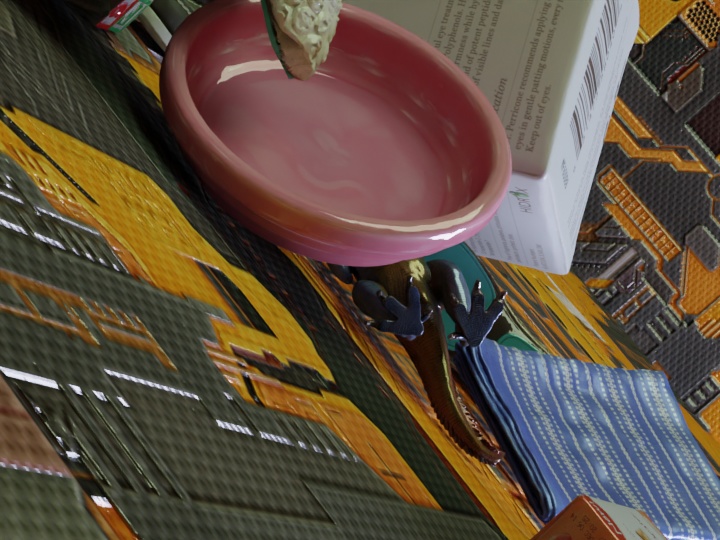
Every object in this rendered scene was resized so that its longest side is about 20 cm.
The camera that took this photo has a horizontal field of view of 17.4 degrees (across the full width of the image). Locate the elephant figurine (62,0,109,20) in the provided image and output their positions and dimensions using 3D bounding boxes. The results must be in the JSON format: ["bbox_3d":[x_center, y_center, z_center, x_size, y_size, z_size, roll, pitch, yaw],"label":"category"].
[{"bbox_3d":[-0.150,-0.210,1.266,0.200,0.140,0.156,-161,-124,-73],"label":"elephant figurine"}]

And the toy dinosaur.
[{"bbox_3d":[0.000,0.000,1.378,0.181,0.104,0.202,-147,-129,-61],"label":"toy dinosaur"}]

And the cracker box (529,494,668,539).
[{"bbox_3d":[0.158,0.191,1.254,0.134,0.058,0.200,51,8,16],"label":"cracker box"}]

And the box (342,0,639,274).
[{"bbox_3d":[0.076,-0.132,1.546,0.170,0.200,0.200,14,-16,13],"label":"box"}]

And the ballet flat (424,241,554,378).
[{"bbox_3d":[0.073,0.044,1.554,0.200,0.070,0.065,51,-20,-8],"label":"ballet flat"}]

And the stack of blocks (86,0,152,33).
[{"bbox_3d":[-0.168,-0.251,1.359,0.200,0.115,0.059,49,7,4],"label":"stack of blocks"}]

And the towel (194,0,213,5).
[{"bbox_3d":[-0.099,-0.186,1.759,0.200,0.034,0.133,47,8,-20],"label":"towel"}]

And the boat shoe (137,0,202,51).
[{"bbox_3d":[-0.079,-0.139,1.525,0.202,0.060,0.072,40,11,-51],"label":"boat shoe"}]

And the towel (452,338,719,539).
[{"bbox_3d":[0.155,0.108,1.485,0.199,0.024,0.145,11,40,-41],"label":"towel"}]

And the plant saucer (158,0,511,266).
[{"bbox_3d":[-0.017,-0.072,1.280,0.199,0.051,0.201,16,39,-13],"label":"plant saucer"}]

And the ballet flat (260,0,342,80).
[{"bbox_3d":[-0.035,-0.202,1.281,0.072,0.071,0.201,37,35,-59],"label":"ballet flat"}]
